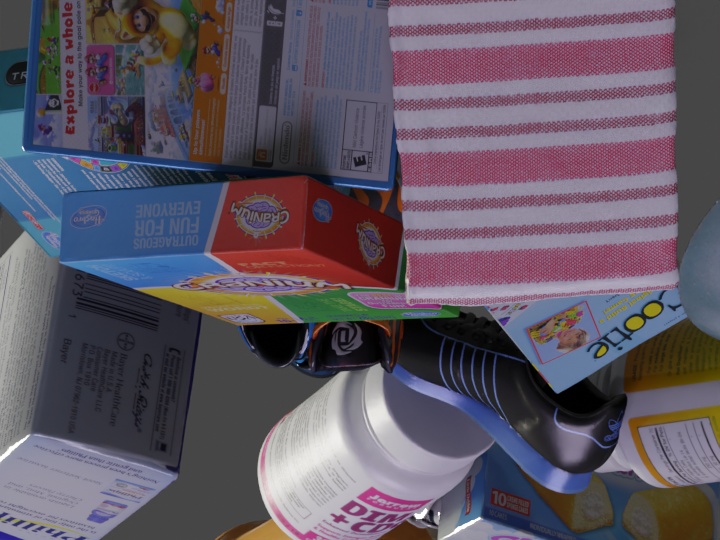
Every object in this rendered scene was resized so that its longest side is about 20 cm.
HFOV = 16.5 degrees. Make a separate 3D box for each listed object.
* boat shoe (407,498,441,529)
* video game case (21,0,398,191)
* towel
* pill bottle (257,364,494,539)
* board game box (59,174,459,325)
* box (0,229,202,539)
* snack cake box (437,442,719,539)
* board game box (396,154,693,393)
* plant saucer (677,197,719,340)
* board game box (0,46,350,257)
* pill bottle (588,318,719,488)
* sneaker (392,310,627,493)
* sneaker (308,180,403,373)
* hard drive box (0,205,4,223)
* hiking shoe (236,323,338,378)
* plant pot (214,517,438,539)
[{"bbox_3d":[0.057,0.162,1.874,0.200,0.065,0.074,-3,151,21],"label":"boat shoe"},{"bbox_3d":[-0.074,-0.123,1.307,0.199,0.143,0.018,6,-170,4],"label":"video game case"},{"bbox_3d":[0.090,-0.082,1.282,0.146,0.200,0.030,-2,-167,4],"label":"towel"},{"bbox_3d":[0.015,0.120,1.754,0.113,0.114,0.200,18,151,-19],"label":"pill bottle"},{"bbox_3d":[-0.052,-0.008,1.394,0.153,0.040,0.200,-3,168,27],"label":"board game box"},{"bbox_3d":[-0.189,0.069,1.640,0.105,0.184,0.200,18,152,-21],"label":"box"},{"bbox_3d":[0.160,0.164,1.798,0.200,0.115,0.067,19,150,-21],"label":"snack cake box"},{"bbox_3d":[0.100,-0.036,1.410,0.105,0.103,0.200,-31,142,8],"label":"board game box"},{"bbox_3d":[0.281,-0.010,1.419,0.201,0.039,0.201,-15,143,-12],"label":"plant saucer"},{"bbox_3d":[-0.126,-0.073,1.429,0.200,0.047,0.151,-5,147,24],"label":"board game box"},{"bbox_3d":[0.239,0.082,1.625,0.200,0.109,0.109,-11,147,33],"label":"pill bottle"},{"bbox_3d":[0.087,0.057,1.624,0.200,0.070,0.078,36,124,14],"label":"sneaker"},{"bbox_3d":[0.000,0.000,1.531,0.077,0.112,0.200,0,152,14],"label":"sneaker"},{"bbox_3d":[-0.319,0.037,1.596,0.077,0.200,0.156,29,145,-35],"label":"hard drive box"},{"bbox_3d":[-0.053,0.031,1.631,0.074,0.087,0.200,2,152,15],"label":"hiking shoe"},{"bbox_3d":[-0.028,0.264,1.984,0.200,0.200,0.183,21,134,-23],"label":"plant pot"}]
